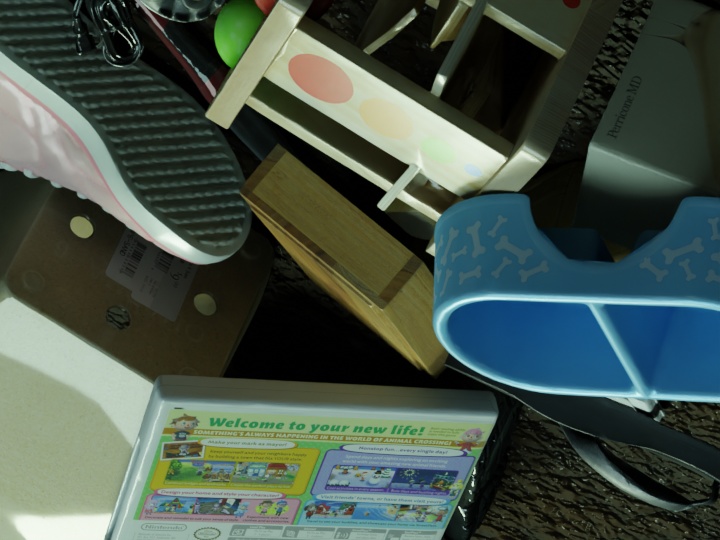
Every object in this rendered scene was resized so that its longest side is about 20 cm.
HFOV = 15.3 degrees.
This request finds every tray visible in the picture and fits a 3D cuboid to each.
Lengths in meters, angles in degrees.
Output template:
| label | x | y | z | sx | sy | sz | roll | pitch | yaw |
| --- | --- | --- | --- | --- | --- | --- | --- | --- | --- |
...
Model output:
| label | x | y | z | sx | sy | sz | roll | pitch | yaw |
| --- | --- | --- | --- | --- | --- | --- | --- | --- | --- |
| tray | 0.000 | 0.000 | 1.433 | 0.099 | 0.037 | 0.200 | 39 | 175 | 15 |

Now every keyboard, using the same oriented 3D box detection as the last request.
| label | x | y | z | sx | sy | sz | roll | pitch | yaw |
| --- | --- | --- | --- | --- | --- | --- | --- | --- | --- |
| keyboard | 0.137 | 0.064 | 1.466 | 0.056 | 0.011 | 0.200 | 27 | 178 | 10 |

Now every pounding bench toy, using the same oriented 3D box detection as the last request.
| label | x | y | z | sx | sy | sz | roll | pitch | yaw |
| --- | --- | --- | --- | --- | --- | --- | --- | --- | --- |
| pounding bench toy | 0.008 | -0.098 | 1.281 | 0.156 | 0.124 | 0.200 | 30 | 151 | -6 |

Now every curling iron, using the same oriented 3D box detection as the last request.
| label | x | y | z | sx | sy | sz | roll | pitch | yaw |
| --- | --- | --- | --- | --- | --- | --- | --- | --- | --- |
| curling iron | -0.084 | -0.094 | 1.455 | 0.050 | 0.026 | 0.200 | -38 | 123 | 19 |

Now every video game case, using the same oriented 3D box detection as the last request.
| label | x | y | z | sx | sy | sz | roll | pitch | yaw |
| --- | --- | --- | --- | --- | --- | --- | --- | --- | --- |
| video game case | -0.040 | 0.130 | 1.538 | 0.200 | 0.022 | 0.182 | 4 | 135 | -19 |

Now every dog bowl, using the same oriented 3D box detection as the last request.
| label | x | y | z | sx | sy | sz | roll | pitch | yaw |
| --- | --- | --- | --- | --- | --- | --- | --- | --- | --- |
| dog bowl | 0.122 | 0.016 | 1.215 | 0.200 | 0.050 | 0.112 | 1 | 149 | 26 |

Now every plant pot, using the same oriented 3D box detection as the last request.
| label | x | y | z | sx | sy | sz | roll | pitch | yaw |
| --- | --- | --- | --- | --- | --- | --- | --- | --- | --- |
| plant pot | -0.164 | 0.037 | 1.582 | 0.200 | 0.200 | 0.177 | 32 | 139 | -10 |

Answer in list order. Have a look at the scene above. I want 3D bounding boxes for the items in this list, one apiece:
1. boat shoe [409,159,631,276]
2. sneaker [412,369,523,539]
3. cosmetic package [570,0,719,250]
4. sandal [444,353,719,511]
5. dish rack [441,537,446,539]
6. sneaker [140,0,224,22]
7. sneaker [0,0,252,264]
| label | x | y | z | sx | sy | sz | roll | pitch | yaw |
| --- | --- | --- | --- | --- | --- | --- | --- | --- | --- |
| boat shoe | 0.108 | -0.012 | 1.403 | 0.065 | 0.073 | 0.200 | 38 | 159 | -29 |
| sneaker | 0.045 | 0.103 | 1.627 | 0.091 | 0.076 | 0.200 | 27 | 150 | 9 |
| cosmetic package | 0.210 | -0.041 | 1.233 | 0.200 | 0.104 | 0.073 | 21 | 150 | 8 |
| sandal | 0.137 | 0.095 | 1.470 | 0.200 | 0.043 | 0.076 | 24 | 177 | 12 |
| dish rack | -0.017 | 0.146 | 1.704 | 0.200 | 0.044 | 0.172 | 33 | -171 | -12 |
| sneaker | -0.124 | -0.204 | 1.248 | 0.200 | 0.072 | 0.072 | 55 | 177 | -6 |
| sneaker | -0.152 | -0.073 | 1.493 | 0.200 | 0.075 | 0.105 | 44 | 146 | -8 |
